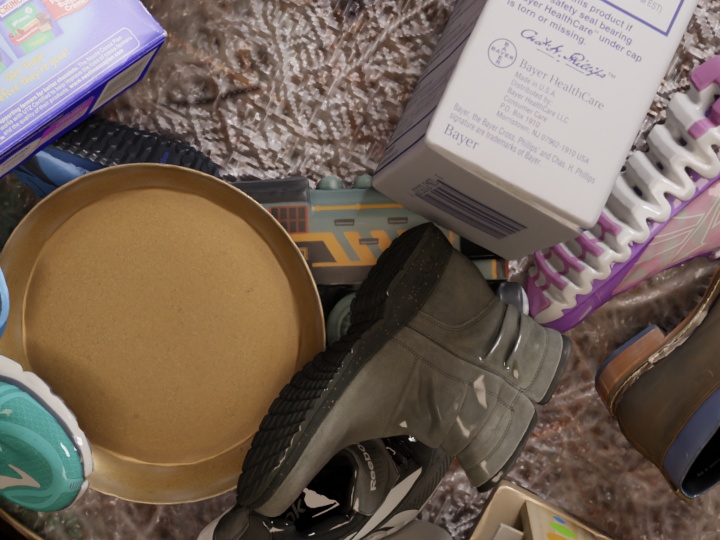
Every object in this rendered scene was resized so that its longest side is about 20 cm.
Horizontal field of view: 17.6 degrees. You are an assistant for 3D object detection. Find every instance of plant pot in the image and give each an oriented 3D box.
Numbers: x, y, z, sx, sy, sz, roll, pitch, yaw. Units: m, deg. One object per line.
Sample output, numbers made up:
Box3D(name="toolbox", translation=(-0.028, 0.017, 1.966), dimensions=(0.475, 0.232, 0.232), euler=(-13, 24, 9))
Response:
Box3D(name="plant pot", translation=(-0.116, 0.035, 1.337), dimensions=(0.198, 0.027, 0.202), euler=(2, 103, 7))

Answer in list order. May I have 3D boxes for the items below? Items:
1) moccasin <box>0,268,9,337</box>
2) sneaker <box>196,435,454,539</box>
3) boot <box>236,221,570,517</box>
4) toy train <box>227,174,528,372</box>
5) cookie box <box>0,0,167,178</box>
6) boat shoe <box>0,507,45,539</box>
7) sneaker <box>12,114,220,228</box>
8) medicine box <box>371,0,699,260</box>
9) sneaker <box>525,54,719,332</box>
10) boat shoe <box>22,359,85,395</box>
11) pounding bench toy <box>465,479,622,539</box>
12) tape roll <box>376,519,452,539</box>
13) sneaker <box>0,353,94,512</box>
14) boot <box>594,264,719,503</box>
Box3D(name="moccasin", translation=(-0.264, -0.039, 1.327), dimensions=(0.068, 0.200, 0.081), euler=(-11, 141, -32))
Box3D(name="sneaker", translation=(-0.004, 0.123, 1.355), dimensions=(0.067, 0.199, 0.091), euler=(54, 142, 11))
Box3D(name="boot", translation=(0.031, 0.083, 1.294), dimensions=(0.131, 0.068, 0.200), euler=(42, 70, -14))
Box3D(name="toy train", translation=(0.000, 0.000, 1.383), dimensions=(0.198, 0.085, 0.115), euler=(-2, 92, 0))
Box3D(name="cookie box", translation=(-0.237, -0.153, 1.297), dimensions=(0.171, 0.075, 0.200), euler=(-38, 88, -26))
Box3D(name="boat shoe", translation=(-0.258, 0.136, 1.398), dimensions=(0.068, 0.072, 0.200), euler=(-34, 127, 8))
Box3D(name="sneaker", translation=(-0.181, -0.061, 1.378), dimensions=(0.199, 0.066, 0.079), euler=(25, 127, 3))
Box3D(name="medicine box", translation=(0.103, -0.122, 1.278), dimensions=(0.102, 0.182, 0.201), euler=(27, 82, -5))
Box3D(name="sneaker", translation=(0.185, -0.029, 1.381), dimensions=(0.088, 0.081, 0.200), euler=(38, 104, -28))
Box3D(name="boat shoe", translation=(-0.234, 0.060, 1.409), dimensions=(0.198, 0.072, 0.062), euler=(-4, 139, 0))
Box3D(name="pounding bench toy", translation=(0.145, 0.243, 1.391), dimensions=(0.199, 0.156, 0.125), euler=(27, 100, -6))
Box3D(name="tape roll", translation=(-0.038, 0.199, 1.360), dimensions=(0.201, 0.203, 0.037), euler=(-14, 102, 3))
Box3D(name="sneaker", translation=(-0.244, 0.081, 1.316), dimensions=(0.199, 0.080, 0.078), euler=(29, 113, 9))
Box3D(name="boot", translation=(0.236, 0.048, 1.365), dimensions=(0.200, 0.097, 0.075), euler=(-42, 138, 20))
